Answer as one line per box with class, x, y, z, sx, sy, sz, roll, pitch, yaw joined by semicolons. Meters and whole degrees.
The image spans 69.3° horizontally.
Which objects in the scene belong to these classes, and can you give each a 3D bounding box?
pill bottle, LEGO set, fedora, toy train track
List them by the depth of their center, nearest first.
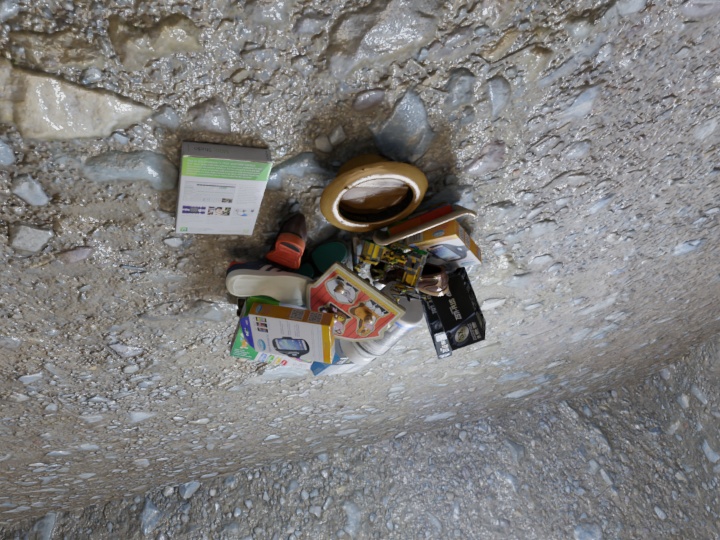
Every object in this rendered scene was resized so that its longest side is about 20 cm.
fedora;0.019;-0.151;0.940;0.198;0.083;0.201;-11;150;-6
LEGO set;0.061;0.006;1.064;0.152;0.117;0.200;17;-170;0
toy train track;0.000;0.000;1.176;0.032;0.115;0.202;-13;129;-11
pill bottle;0.043;0.127;1.193;0.113;0.115;0.200;10;138;-36

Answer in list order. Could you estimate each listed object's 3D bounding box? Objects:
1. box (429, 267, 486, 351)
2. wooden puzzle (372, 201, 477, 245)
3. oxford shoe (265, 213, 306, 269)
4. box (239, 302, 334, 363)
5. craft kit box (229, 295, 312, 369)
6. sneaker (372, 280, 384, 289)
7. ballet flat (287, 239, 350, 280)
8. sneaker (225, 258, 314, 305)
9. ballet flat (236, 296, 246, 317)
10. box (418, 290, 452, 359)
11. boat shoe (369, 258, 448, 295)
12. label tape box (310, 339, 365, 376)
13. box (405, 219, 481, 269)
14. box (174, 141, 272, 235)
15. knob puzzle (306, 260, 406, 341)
box;0.241;0.087;1.286;0.085;0.166;0.200;-22;-179;15
wooden puzzle;0.121;-0.101;1.040;0.197;0.038;0.185;-16;-171;6
oxford shoe;-0.141;-0.054;1.048;0.070;0.073;0.200;22;160;-15
box;-0.154;0.131;1.107;0.197;0.042;0.120;9;131;9
craft kit box;-0.178;0.134;1.185;0.197;0.049;0.199;13;125;-19
sneaker;0.100;0.064;1.352;0.071;0.073;0.199;-27;147;24
ballet flat;-0.092;-0.013;1.161;0.199;0.068;0.064;-32;174;28
sneaker;-0.184;0.015;1.096;0.198;0.085;0.076;13;117;-26
ballet flat;-0.251;0.062;1.200;0.062;0.069;0.201;12;142;-13
box;0.204;0.134;1.427;0.043;0.162;0.201;-17;151;3
boat shoe;0.108;0.000;1.193;0.198;0.071;0.071;10;144;27
label tape box;-0.064;0.223;1.355;0.198;0.067;0.143;-1;154;-36
box;0.197;-0.048;1.195;0.118;0.042;0.200;-11;153;28
box;-0.241;-0.134;0.901;0.142;0.037;0.200;0;148;-24
knob puzzle;-0.033;0.090;1.083;0.216;0.031;0.222;10;132;11
